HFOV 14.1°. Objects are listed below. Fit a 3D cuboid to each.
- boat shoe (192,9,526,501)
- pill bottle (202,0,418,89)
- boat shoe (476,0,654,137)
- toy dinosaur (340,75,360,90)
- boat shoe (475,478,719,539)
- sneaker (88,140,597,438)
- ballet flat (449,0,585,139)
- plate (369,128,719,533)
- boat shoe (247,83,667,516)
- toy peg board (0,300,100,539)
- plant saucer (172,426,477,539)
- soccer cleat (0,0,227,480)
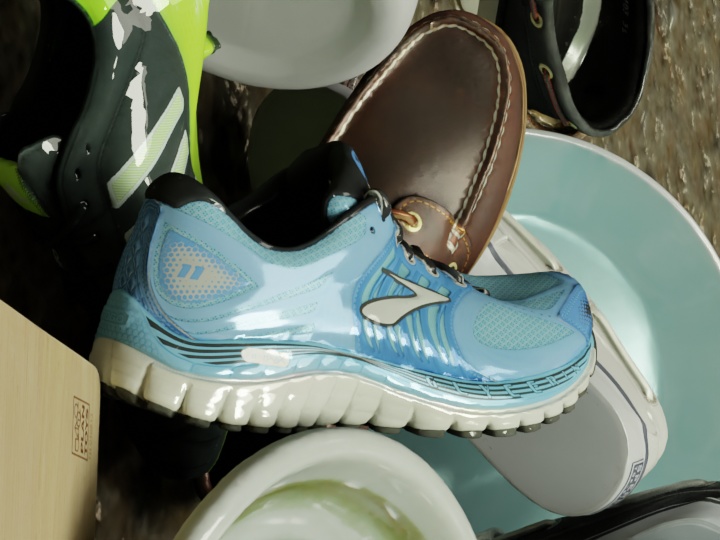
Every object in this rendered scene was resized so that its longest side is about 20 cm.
[{"bbox_3d":[0.000,0.000,1.029,0.201,0.070,0.070,-66,171,2],"label":"boat shoe"},{"bbox_3d":[-0.017,-0.175,1.057,0.116,0.115,0.201,59,37,-44],"label":"pill bottle"},{"bbox_3d":[0.081,-0.138,1.091,0.074,0.063,0.202,-38,144,-30],"label":"boat shoe"},{"bbox_3d":[0.036,-0.153,1.147,0.201,0.135,0.086,-68,144,-43],"label":"toy dinosaur"},{"bbox_3d":[0.062,0.128,1.094,0.074,0.199,0.068,58,20,-9],"label":"boat shoe"},{"bbox_3d":[0.005,0.005,0.951,0.199,0.078,0.091,2,98,-42],"label":"sneaker"},{"bbox_3d":[0.071,-0.128,1.306,0.200,0.068,0.068,55,45,-45],"label":"ballet flat"},{"bbox_3d":[0.057,0.045,1.147,0.026,0.199,0.202,173,-88,-76],"label":"plate"},{"bbox_3d":[0.040,0.004,1.095,0.200,0.072,0.066,44,26,13],"label":"boat shoe"},{"bbox_3d":[-0.145,0.108,0.790,0.199,0.097,0.201,51,39,-75],"label":"toy peg board"},{"bbox_3d":[-0.028,0.147,0.908,0.200,0.050,0.202,-9,101,-53],"label":"plant saucer"},{"bbox_3d":[-0.083,-0.021,0.963,0.081,0.067,0.201,-18,114,-34],"label":"soccer cleat"}]
